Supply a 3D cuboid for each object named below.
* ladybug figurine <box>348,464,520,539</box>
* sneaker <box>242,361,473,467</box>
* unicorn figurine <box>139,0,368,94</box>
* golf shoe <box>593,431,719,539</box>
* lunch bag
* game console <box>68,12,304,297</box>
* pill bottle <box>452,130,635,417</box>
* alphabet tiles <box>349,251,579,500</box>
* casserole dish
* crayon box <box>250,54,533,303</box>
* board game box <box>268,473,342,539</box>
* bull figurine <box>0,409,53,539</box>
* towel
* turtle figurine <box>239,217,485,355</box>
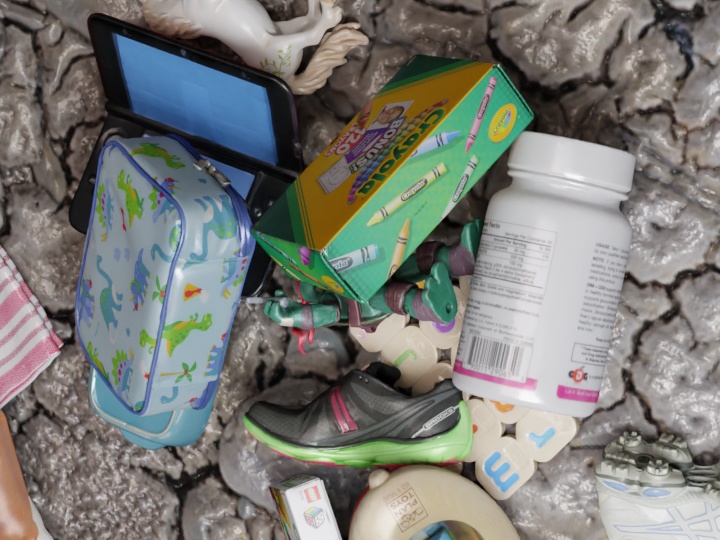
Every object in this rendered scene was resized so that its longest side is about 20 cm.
[{"bbox_3d":[0.058,0.231,1.498,0.135,0.072,0.201,-32,113,-8],"label":"ladybug figurine"},{"bbox_3d":[0.000,0.117,1.532,0.199,0.077,0.084,-1,80,22],"label":"sneaker"},{"bbox_3d":[-0.101,-0.217,1.540,0.200,0.074,0.137,46,123,7],"label":"unicorn figurine"},{"bbox_3d":[0.275,0.189,1.432,0.199,0.078,0.098,12,119,29],"label":"golf shoe"},{"bbox_3d":[-0.163,0.000,1.508,0.161,0.082,0.201,42,128,44],"label":"lunch bag"},{"bbox_3d":[-0.154,-0.092,1.552,0.199,0.119,0.173,21,87,22],"label":"game console"},{"bbox_3d":[0.143,0.002,1.426,0.113,0.113,0.201,13,91,23],"label":"pill bottle"},{"bbox_3d":[0.082,0.083,1.528,0.200,0.015,0.196,49,113,12],"label":"alphabet tiles"},{"bbox_3d":[-0.178,0.064,1.634,0.121,0.039,0.201,21,106,22],"label":"casserole dish"},{"bbox_3d":[0.023,-0.073,1.421,0.200,0.119,0.058,-47,118,-14],"label":"crayon box"},{"bbox_3d":[-0.023,0.267,1.543,0.034,0.126,0.201,-18,88,-10],"label":"board game box"},{"bbox_3d":[-0.340,0.219,1.702,0.121,0.065,0.201,-14,93,11],"label":"bull figurine"},{"bbox_3d":[-0.372,0.033,1.725,0.146,0.030,0.200,-39,80,23],"label":"towel"},{"bbox_3d":[0.000,0.000,1.499,0.199,0.101,0.150,1,54,36],"label":"turtle figurine"}]
